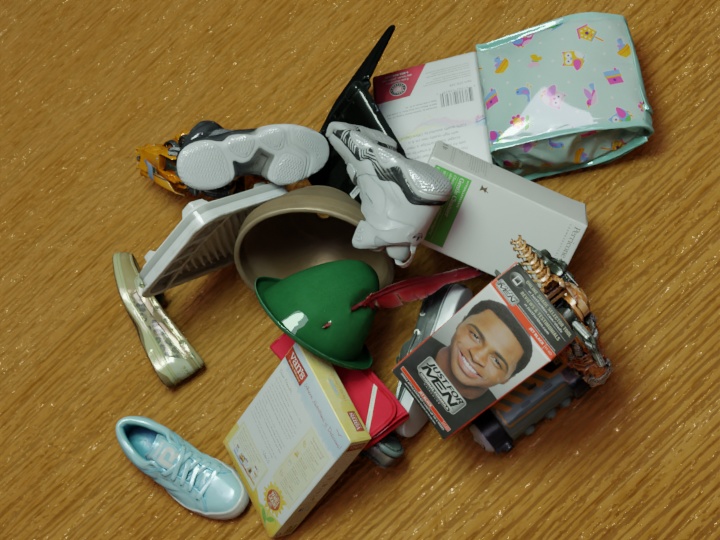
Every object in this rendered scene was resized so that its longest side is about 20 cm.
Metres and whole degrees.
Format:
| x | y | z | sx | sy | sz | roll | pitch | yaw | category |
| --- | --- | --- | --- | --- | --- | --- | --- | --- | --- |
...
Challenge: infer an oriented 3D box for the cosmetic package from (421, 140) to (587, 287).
| x | y | z | sx | sy | sz | roll | pitch | yaw | category |
| --- | --- | --- | --- | --- | --- | --- | --- | --- | --- |
| 0.158 | -0.061 | 1.375 | 0.197 | 0.085 | 0.109 | 23 | 112 | 1 | cosmetic package |

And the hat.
| x | y | z | sx | sy | sz | roll | pitch | yaw | category |
| --- | --- | --- | --- | --- | --- | --- | --- | --- | --- |
| 0.000 | 0.000 | 1.362 | 0.177 | 0.199 | 0.166 | -52 | 55 | 15 | hat |

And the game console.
| x | y | z | sx | sy | sz | roll | pitch | yaw | category |
| --- | --- | --- | --- | --- | --- | --- | --- | --- | --- |
| 0.008 | -0.179 | 1.495 | 0.115 | 0.200 | 0.177 | -25 | 79 | -32 | game console |

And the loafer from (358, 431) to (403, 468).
| x | y | z | sx | sy | sz | roll | pitch | yaw | category |
| --- | --- | --- | --- | --- | --- | --- | --- | --- | --- |
| -0.026 | 0.180 | 1.414 | 0.200 | 0.071 | 0.063 | 43 | 104 | 35 | loafer |

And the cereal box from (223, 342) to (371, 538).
| x | y | z | sx | sy | sz | roll | pitch | yaw | category |
| --- | --- | --- | --- | --- | --- | --- | --- | --- | --- |
| -0.079 | 0.199 | 1.371 | 0.201 | 0.039 | 0.145 | -52 | 55 | 34 | cereal box |

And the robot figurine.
| x | y | z | sx | sy | sz | roll | pitch | yaw | category |
| --- | --- | --- | --- | --- | --- | --- | --- | --- | --- |
| -0.204 | -0.134 | 1.568 | 0.198 | 0.059 | 0.144 | 26 | 37 | 33 | robot figurine |

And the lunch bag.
| x | y | z | sx | sy | sz | roll | pitch | yaw | category |
| --- | --- | --- | --- | --- | --- | --- | --- | --- | --- |
| 0.256 | -0.217 | 1.448 | 0.197 | 0.122 | 0.173 | -13 | 64 | 15 | lunch bag |

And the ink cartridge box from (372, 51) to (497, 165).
| x | y | z | sx | sy | sz | roll | pitch | yaw | category |
| --- | --- | --- | --- | --- | --- | --- | --- | --- | --- |
| 0.099 | -0.162 | 1.497 | 0.145 | 0.086 | 0.203 | -10 | 67 | 14 | ink cartridge box |

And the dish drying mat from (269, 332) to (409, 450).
| x | y | z | sx | sy | sz | roll | pitch | yaw | category |
| --- | --- | --- | --- | --- | --- | --- | --- | --- | --- |
| -0.028 | 0.128 | 1.387 | 0.076 | 0.018 | 0.200 | -35 | 52 | -13 | dish drying mat |

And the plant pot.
| x | y | z | sx | sy | sz | roll | pitch | yaw | category |
| --- | --- | --- | --- | --- | --- | --- | --- | --- | --- |
| -0.052 | -0.039 | 1.444 | 0.197 | 0.202 | 0.094 | -6 | 48 | 16 | plant pot |

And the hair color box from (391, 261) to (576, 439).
| x | y | z | sx | sy | sz | roll | pitch | yaw | category |
| --- | --- | --- | --- | --- | --- | --- | --- | --- | --- |
| 0.127 | 0.089 | 1.242 | 0.102 | 0.200 | 0.061 | 51 | 46 | 8 | hair color box |

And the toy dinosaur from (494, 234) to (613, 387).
| x | y | z | sx | sy | sz | roll | pitch | yaw | category |
| --- | --- | --- | --- | --- | --- | --- | --- | --- | --- |
| 0.214 | 0.037 | 1.253 | 0.101 | 0.203 | 0.136 | -19 | 30 | -14 | toy dinosaur |

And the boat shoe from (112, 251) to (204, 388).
| x | y | z | sx | sy | sz | roll | pitch | yaw | category |
| --- | --- | --- | --- | --- | --- | --- | --- | --- | --- |
| -0.270 | 0.057 | 1.541 | 0.062 | 0.073 | 0.202 | -27 | 73 | -2 | boat shoe |

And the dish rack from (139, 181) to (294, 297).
| x | y | z | sx | sy | sz | roll | pitch | yaw | category |
| --- | --- | --- | --- | --- | --- | --- | --- | --- | --- |
| -0.184 | -0.048 | 1.457 | 0.044 | 0.199 | 0.172 | 53 | 126 | 11 | dish rack |

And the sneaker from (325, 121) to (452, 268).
| x | y | z | sx | sy | sz | roll | pitch | yaw | category |
| --- | --- | --- | --- | --- | --- | --- | --- | --- | --- |
| 0.014 | -0.090 | 1.335 | 0.199 | 0.074 | 0.116 | 37 | 113 | 40 | sneaker |

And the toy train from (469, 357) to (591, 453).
| x | y | z | sx | sy | sz | roll | pitch | yaw | category |
| --- | --- | --- | --- | --- | --- | --- | --- | --- | --- |
| 0.195 | 0.122 | 1.352 | 0.199 | 0.085 | 0.115 | -37 | 71 | 0 | toy train |

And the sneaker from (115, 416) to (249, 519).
| x | y | z | sx | sy | sz | roll | pitch | yaw | category |
| --- | --- | --- | --- | --- | --- | --- | --- | --- | --- |
| -0.229 | 0.243 | 1.437 | 0.198 | 0.082 | 0.075 | 23 | 77 | 25 | sneaker |

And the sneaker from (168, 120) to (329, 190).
| x | y | z | sx | sy | sz | roll | pitch | yaw | category |
| --- | --- | --- | --- | --- | --- | --- | --- | --- | --- |
| -0.145 | -0.155 | 1.465 | 0.197 | 0.077 | 0.114 | -9 | 23 | -21 | sneaker |

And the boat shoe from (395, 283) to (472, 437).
| x | y | z | sx | sy | sz | roll | pitch | yaw | category |
| --- | --- | --- | --- | --- | --- | --- | --- | --- | --- |
| 0.076 | 0.104 | 1.408 | 0.056 | 0.069 | 0.202 | 14 | 67 | 28 | boat shoe |
